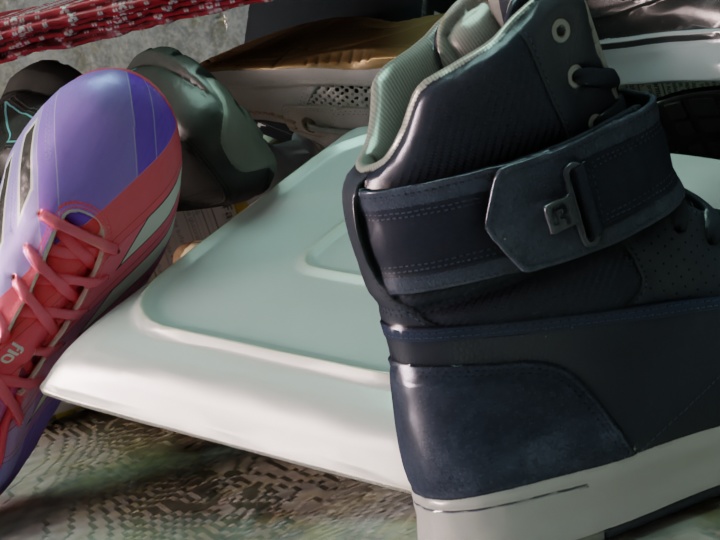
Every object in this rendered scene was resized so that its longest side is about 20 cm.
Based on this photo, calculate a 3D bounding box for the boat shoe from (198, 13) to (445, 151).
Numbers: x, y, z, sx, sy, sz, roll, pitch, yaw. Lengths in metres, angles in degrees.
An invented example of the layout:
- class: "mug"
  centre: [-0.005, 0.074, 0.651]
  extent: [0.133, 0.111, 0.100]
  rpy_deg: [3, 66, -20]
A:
- class: "boat shoe"
  centre: [0.004, -0.073, 0.751]
  extent: [0.200, 0.069, 0.071]
  rpy_deg: [5, 30, 42]

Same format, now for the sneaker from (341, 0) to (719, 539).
- class: "sneaker"
  centre: [0.093, -0.020, 0.452]
  extent: [0.202, 0.146, 0.077]
  rpy_deg: [-18, 7, -13]

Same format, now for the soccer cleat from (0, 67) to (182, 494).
- class: "soccer cleat"
  centre: [-0.123, 0.020, 0.615]
  extent: [0.200, 0.067, 0.076]
  rpy_deg: [-56, 13, 23]

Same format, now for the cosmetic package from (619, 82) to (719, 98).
- class: "cosmetic package"
  centre: [0.229, -0.093, 0.783]
  extent: [0.200, 0.104, 0.087]
  rpy_deg: [-10, 12, 31]

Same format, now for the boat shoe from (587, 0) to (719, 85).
- class: "boat shoe"
  centre: [0.116, -0.113, 0.720]
  extent: [0.074, 0.068, 0.199]
  rpy_deg: [-6, 8, -28]

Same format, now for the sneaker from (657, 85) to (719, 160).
- class: "sneaker"
  centre: [0.127, -0.053, 0.745]
  extent: [0.200, 0.076, 0.088]
  rpy_deg: [-12, 27, 30]

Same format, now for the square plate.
- class: "square plate"
  centre: [0.018, -0.002, 0.593]
  extent: [0.198, 0.028, 0.200]
  rpy_deg: [9, 36, 38]

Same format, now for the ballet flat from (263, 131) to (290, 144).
- class: "ballet flat"
  centre: [-0.064, -0.042, 0.918]
  extent: [0.200, 0.070, 0.065]
  rpy_deg: [-53, -15, -18]

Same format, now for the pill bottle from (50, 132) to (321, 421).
- class: "pill bottle"
  centre: [-0.090, -0.007, 0.811]
  extent: [0.200, 0.112, 0.112]
  rpy_deg: [-19, 9, -13]

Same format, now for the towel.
- class: "towel"
  centre: [-0.087, -0.121, 0.756]
  extent: [0.200, 0.023, 0.145]
  rpy_deg: [-12, 13, 5]

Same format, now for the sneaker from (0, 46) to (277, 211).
- class: "sneaker"
  centre: [-0.107, -0.040, 0.695]
  extent: [0.079, 0.075, 0.200]
  rpy_deg: [-47, 27, -24]

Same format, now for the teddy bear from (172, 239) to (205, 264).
- class: "teddy bear"
  centre: [0.000, 0.000, 0.683]
  extent: [0.200, 0.067, 0.145]
  rpy_deg: [-9, 32, 26]

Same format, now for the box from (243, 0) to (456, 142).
- class: "box"
  centre: [0.055, -0.093, 0.897]
  extent: [0.200, 0.079, 0.141]
  rpy_deg: [18, -19, -40]
